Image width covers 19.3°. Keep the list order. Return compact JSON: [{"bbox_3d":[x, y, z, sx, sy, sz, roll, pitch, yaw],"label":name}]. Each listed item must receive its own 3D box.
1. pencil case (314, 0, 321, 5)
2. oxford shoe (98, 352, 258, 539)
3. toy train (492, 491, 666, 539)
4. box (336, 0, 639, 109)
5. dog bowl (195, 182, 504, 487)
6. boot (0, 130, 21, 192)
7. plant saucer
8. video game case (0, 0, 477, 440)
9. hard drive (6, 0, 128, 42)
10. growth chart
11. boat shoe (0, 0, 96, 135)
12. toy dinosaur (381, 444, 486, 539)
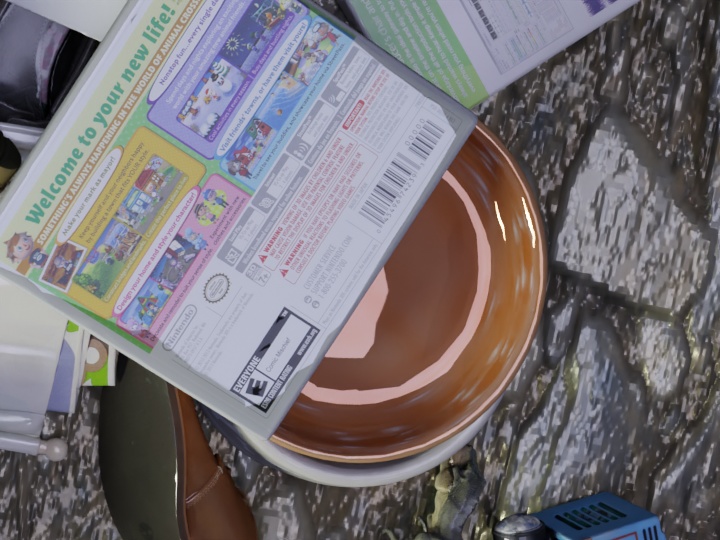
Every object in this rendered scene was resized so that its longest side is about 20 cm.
[{"bbox_3d":[-0.070,-0.173,1.122,0.077,0.089,0.202,-22,104,-38],"label":"pencil case"},{"bbox_3d":[-0.095,0.125,1.174,0.071,0.071,0.202,-16,100,-41],"label":"oxford shoe"},{"bbox_3d":[0.129,0.229,1.220,0.113,0.087,0.202,-14,101,-16],"label":"toy train"},{"bbox_3d":[0.078,-0.187,1.175,0.199,0.036,0.145,-32,103,-8],"label":"box"},{"bbox_3d":[-0.001,0.027,1.175,0.198,0.059,0.202,-2,99,-12],"label":"dog bowl"},{"bbox_3d":[-0.292,-0.028,1.067,0.175,0.066,0.200,40,105,-8],"label":"boot"},{"bbox_3d":[0.000,0.000,1.122,0.198,0.037,0.202,-2,99,-13],"label":"plant saucer"},{"bbox_3d":[-0.067,-0.044,1.067,0.181,0.022,0.201,33,94,-15],"label":"video game case"},{"bbox_3d":[-0.110,-0.216,1.058,0.131,0.026,0.201,23,102,0],"label":"hard drive"},{"bbox_3d":[-0.182,0.013,1.126,0.144,0.018,0.201,17,109,-14],"label":"growth chart"},{"bbox_3d":[-0.177,-0.115,1.115,0.067,0.057,0.201,26,92,-15],"label":"boat shoe"},{"bbox_3d":[0.024,0.197,1.195,0.087,0.047,0.202,0,82,27],"label":"toy dinosaur"}]
